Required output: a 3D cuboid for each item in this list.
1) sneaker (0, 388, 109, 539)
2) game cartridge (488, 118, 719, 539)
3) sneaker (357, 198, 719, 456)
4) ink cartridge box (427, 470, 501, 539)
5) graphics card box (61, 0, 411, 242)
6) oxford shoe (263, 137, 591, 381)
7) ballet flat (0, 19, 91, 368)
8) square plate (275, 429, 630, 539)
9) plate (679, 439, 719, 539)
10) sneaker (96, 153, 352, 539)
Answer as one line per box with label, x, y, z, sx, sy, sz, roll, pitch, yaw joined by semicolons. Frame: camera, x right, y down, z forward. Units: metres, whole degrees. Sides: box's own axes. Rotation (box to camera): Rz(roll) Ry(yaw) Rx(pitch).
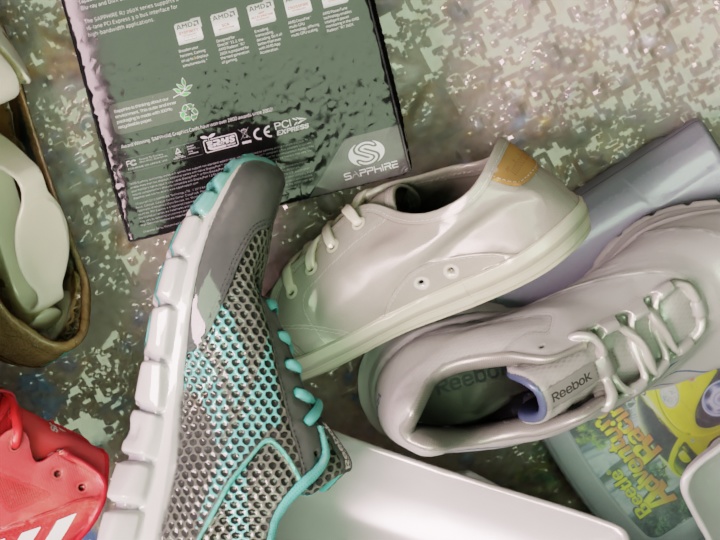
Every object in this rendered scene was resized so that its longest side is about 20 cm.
sneaker;-0.157;0.042;1.001;0.115;0.078;0.201;-3;118;-15
game cartridge;0.143;0.050;1.116;0.133;0.041;0.200;-32;106;10
sneaker;0.097;0.034;1.046;0.199;0.087;0.075;-24;104;3
ink cartridge box;0.054;0.205;1.084;0.145;0.088;0.200;30;82;-4
graphics card box;-0.061;-0.123;1.044;0.125;0.051;0.201;-15;106;1
oxford shoe;0.000;0.000;1.058;0.200;0.075;0.058;-26;106;26
ballet flat;-0.155;-0.050;1.044;0.068;0.072;0.201;-26;109;-30
square plate;-0.015;0.167;1.027;0.199;0.028;0.199;18;78;14
plate;0.245;0.097;1.103;0.200;0.032;0.200;-35;120;-7
sneaker;-0.045;0.056;1.016;0.091;0.078;0.201;12;87;0
